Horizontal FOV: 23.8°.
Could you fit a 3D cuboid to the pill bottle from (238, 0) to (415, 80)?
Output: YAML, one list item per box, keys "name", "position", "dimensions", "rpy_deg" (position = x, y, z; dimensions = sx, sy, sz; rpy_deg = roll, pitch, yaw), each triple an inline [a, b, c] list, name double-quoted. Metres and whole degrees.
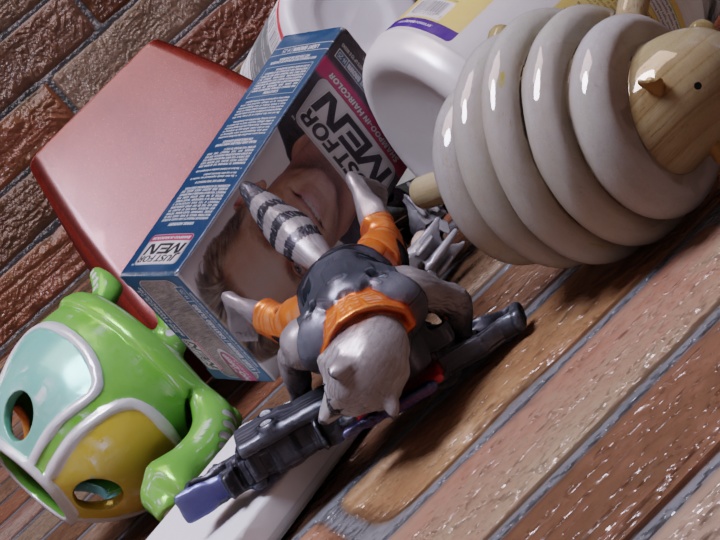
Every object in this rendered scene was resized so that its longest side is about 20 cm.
- name: "pill bottle"
  position: [-0.035, -0.153, 1.360]
  dimensions: [0.114, 0.114, 0.200]
  rpy_deg: [-47, -1, -29]

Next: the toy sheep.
- name: "toy sheep"
  position: [0.100, -0.065, 0.821]
  dimensions: [0.199, 0.138, 0.138]
  rpy_deg: [-24, 19, 46]

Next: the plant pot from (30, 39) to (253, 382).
- name: "plant pot"
  position: [-0.132, -0.051, 1.277]
  dimensions: [0.200, 0.176, 0.200]
  rpy_deg: [-47, -9, -11]

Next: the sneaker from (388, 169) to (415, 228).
- name: "sneaker"
  position: [0.039, -0.090, 1.286]
  dimensions: [0.074, 0.079, 0.200]
  rpy_deg: [-32, 15, 33]

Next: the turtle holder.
- name: "turtle holder"
  position: [-0.152, 0.102, 1.091]
  dimensions: [0.132, 0.185, 0.141]
  rpy_deg: [-44, -21, -21]

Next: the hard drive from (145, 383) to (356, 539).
- name: "hard drive"
  position: [-0.076, 0.138, 0.904]
  dimensions: [0.132, 0.027, 0.200]
  rpy_deg: [-29, 15, 47]

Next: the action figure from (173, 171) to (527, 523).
- name: "action figure"
  position: [-0.030, 0.031, 0.869]
  dimensions: [0.199, 0.105, 0.193]
  rpy_deg: [-32, 24, -6]

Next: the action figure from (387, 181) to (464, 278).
- name: "action figure"
  position: [0.000, 0.000, 1.090]
  dimensions: [0.130, 0.070, 0.200]
  rpy_deg: [-36, 13, -2]

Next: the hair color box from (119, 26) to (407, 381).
- name: "hair color box"
  position: [-0.048, -0.041, 1.033]
  dimensions: [0.060, 0.100, 0.201]
  rpy_deg: [0, 50, 47]

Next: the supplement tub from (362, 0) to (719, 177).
- name: "supplement tub"
  position: [0.114, -0.138, 1.022]
  dimensions: [0.200, 0.146, 0.145]
  rpy_deg: [-44, 11, -18]
